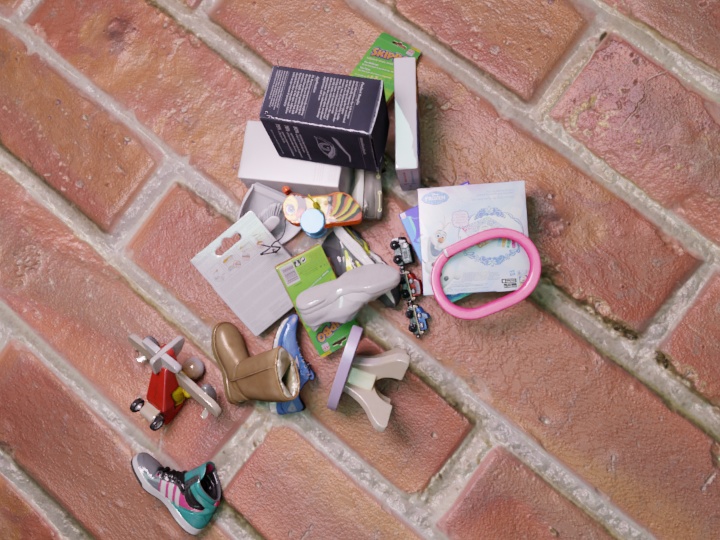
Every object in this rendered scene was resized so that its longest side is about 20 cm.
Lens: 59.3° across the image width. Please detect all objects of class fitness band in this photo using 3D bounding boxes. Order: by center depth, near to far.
[{"bbox_3d":[0.223,0.005,1.133,0.199,0.037,0.145,-23,86,8],"label":"fitness band"}]

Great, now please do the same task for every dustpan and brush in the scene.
[{"bbox_3d":[-0.205,-0.070,1.267,0.200,0.139,0.058,-43,42,33],"label":"dustpan and brush"}]

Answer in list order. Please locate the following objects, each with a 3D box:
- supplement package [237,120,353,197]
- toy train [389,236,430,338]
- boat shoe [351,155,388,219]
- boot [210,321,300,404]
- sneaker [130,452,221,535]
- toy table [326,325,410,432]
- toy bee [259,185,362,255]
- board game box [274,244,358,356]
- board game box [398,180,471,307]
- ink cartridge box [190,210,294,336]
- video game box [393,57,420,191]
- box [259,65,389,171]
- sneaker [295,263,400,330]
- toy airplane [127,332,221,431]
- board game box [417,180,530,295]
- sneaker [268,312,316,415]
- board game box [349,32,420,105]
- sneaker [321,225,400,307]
[{"bbox_3d":[-0.121,-0.209,1.240,0.198,0.121,0.121,6,80,9],"label":"supplement package"},{"bbox_3d":[0.099,0.032,1.229,0.045,0.034,0.202,-13,90,12],"label":"toy train"},{"bbox_3d":[0.021,-0.198,1.251,0.060,0.072,0.203,8,79,-12],"label":"boat shoe"},{"bbox_3d":[-0.199,0.167,1.200,0.199,0.066,0.177,-21,85,48],"label":"boot"},{"bbox_3d":[-0.350,0.410,1.248,0.200,0.084,0.121,45,98,1],"label":"sneaker"},{"bbox_3d":[0.014,0.201,1.173,0.116,0.201,0.185,19,55,2],"label":"toy table"},{"bbox_3d":[-0.101,-0.114,1.179,0.199,0.131,0.110,-16,84,-21],"label":"toy bee"},{"bbox_3d":[-0.079,0.060,1.218,0.095,0.030,0.201,-27,103,-10],"label":"board game box"},{"bbox_3d":[0.183,-0.049,1.225,0.151,0.045,0.201,-26,84,6],"label":"board game box"},{"bbox_3d":[-0.209,0.006,1.249,0.162,0.050,0.200,-39,99,4],"label":"ink cartridge box"},{"bbox_3d":[0.089,-0.266,1.187,0.046,0.182,0.202,-1,86,5],"label":"video game box"},{"bbox_3d":[-0.057,-0.262,1.105,0.198,0.148,0.105,11,75,9],"label":"box"},{"bbox_3d":[-0.015,0.054,1.181,0.199,0.075,0.089,-19,121,4],"label":"sneaker"},{"bbox_3d":[-0.365,0.202,1.241,0.198,0.141,0.201,-16,98,39],"label":"toy airplane"},{"bbox_3d":[0.210,-0.058,1.177,0.198,0.043,0.201,-3,88,7],"label":"board game box"},{"bbox_3d":[-0.130,0.183,1.248,0.088,0.079,0.202,3,92,-2],"label":"sneaker"},{"bbox_3d":[0.033,-0.383,1.258,0.095,0.030,0.201,30,74,9],"label":"board game box"},{"bbox_3d":[0.000,0.000,1.245,0.085,0.074,0.200,-42,79,21],"label":"sneaker"}]
